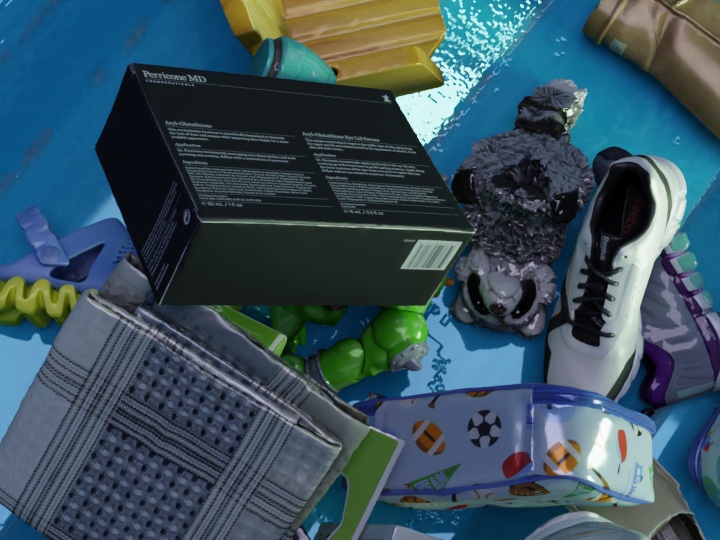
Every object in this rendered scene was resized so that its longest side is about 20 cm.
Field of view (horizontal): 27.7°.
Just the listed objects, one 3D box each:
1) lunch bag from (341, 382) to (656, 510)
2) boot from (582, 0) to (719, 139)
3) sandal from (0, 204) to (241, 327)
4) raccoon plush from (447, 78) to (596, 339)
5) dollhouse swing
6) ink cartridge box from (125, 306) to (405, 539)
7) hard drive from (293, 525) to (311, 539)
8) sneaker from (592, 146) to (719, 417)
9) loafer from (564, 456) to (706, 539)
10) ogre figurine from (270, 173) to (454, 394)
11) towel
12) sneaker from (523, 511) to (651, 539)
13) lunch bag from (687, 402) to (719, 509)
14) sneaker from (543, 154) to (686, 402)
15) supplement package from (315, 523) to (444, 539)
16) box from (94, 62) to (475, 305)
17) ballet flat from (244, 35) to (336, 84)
[{"bbox_3d":[0.092,0.124,0.987,0.199,0.160,0.076,-5,75,32],"label":"lunch bag"},{"bbox_3d":[0.299,-0.190,1.148,0.200,0.066,0.175,37,89,6],"label":"boot"},{"bbox_3d":[-0.183,0.000,1.061,0.199,0.080,0.087,7,72,-4],"label":"sandal"},{"bbox_3d":[0.135,-0.039,1.103,0.096,0.134,0.200,23,42,24],"label":"raccoon plush"},{"bbox_3d":[-0.030,-0.242,1.079,0.181,0.176,0.201,-13,76,-7],"label":"dollhouse swing"},{"bbox_3d":[-0.084,0.115,0.961,0.199,0.076,0.148,26,108,2],"label":"ink cartridge box"},{"bbox_3d":[-0.140,0.163,1.039,0.135,0.042,0.200,-39,82,-12],"label":"hard drive"},{"bbox_3d":[0.204,0.007,1.087,0.087,0.074,0.201,-24,80,-4],"label":"sneaker"},{"bbox_3d":[0.203,0.175,1.045,0.076,0.068,0.200,-37,81,-11],"label":"loafer"},{"bbox_3d":[0.000,0.000,1.051,0.119,0.098,0.201,5,63,25],"label":"ogre figurine"},{"bbox_3d":[-0.121,0.115,0.910,0.192,0.035,0.200,34,108,1],"label":"towel"},{"bbox_3d":[0.090,0.199,0.852,0.200,0.092,0.076,-27,91,-22],"label":"sneaker"},{"bbox_3d":[0.342,0.113,1.048,0.161,0.082,0.200,39,78,-11],"label":"lunch bag"},{"bbox_3d":[0.169,0.010,1.030,0.073,0.080,0.201,16,91,24],"label":"sneaker"},{"bbox_3d":[0.036,0.282,0.950,0.150,0.152,0.201,20,75,-15],"label":"supplement package"},{"bbox_3d":[-0.049,-0.052,0.927,0.199,0.079,0.141,2,47,-34],"label":"box"},{"bbox_3d":[-0.079,-0.084,1.047,0.070,0.200,0.068,22,45,-23],"label":"ballet flat"}]
